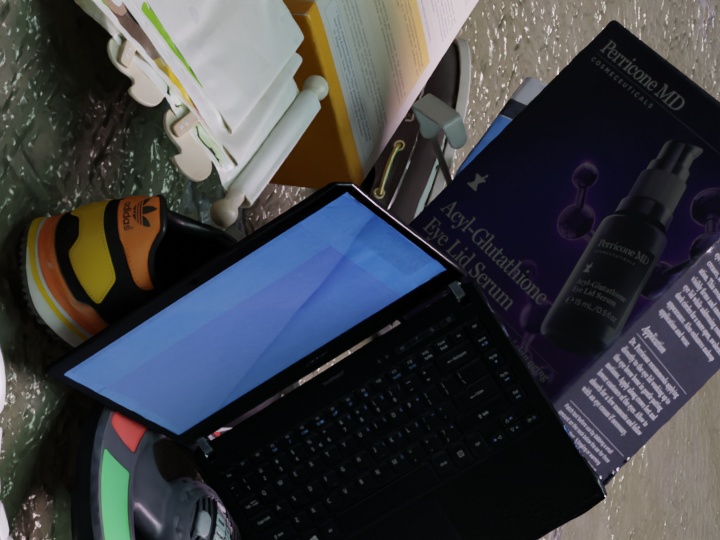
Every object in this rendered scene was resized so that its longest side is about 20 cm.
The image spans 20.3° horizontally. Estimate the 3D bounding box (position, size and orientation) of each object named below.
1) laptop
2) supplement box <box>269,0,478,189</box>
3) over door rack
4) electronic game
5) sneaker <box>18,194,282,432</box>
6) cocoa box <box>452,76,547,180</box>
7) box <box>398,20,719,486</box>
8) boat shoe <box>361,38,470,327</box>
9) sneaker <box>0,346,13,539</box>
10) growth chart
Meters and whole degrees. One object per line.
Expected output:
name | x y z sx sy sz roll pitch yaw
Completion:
laptop | -0.013 0.078 0.960 0.200 0.177 0.103 58 18 -1
supplement box | -0.007 -0.157 1.160 0.200 0.073 0.126 -58 145 -40
over door rack | 0.000 0.000 1.133 0.148 0.067 0.200 -35 142 -14
electronic game | -0.086 0.145 1.032 0.200 0.042 0.200 47 34 -46
sneaker | -0.077 0.023 0.993 0.200 0.090 0.070 38 41 -50
cocoa box | 0.116 0.005 1.311 0.131 0.133 0.200 -51 164 -48
box | 0.128 -0.006 1.071 0.200 0.148 0.104 -46 143 1
boat shoe | 0.022 -0.058 1.250 0.072 0.060 0.202 131 -27 -73
sneaker | -0.200 0.115 0.830 0.115 0.075 0.201 -13 97 -58
growth chart | -0.086 -0.132 0.982 0.200 0.018 0.145 60 39 -14
